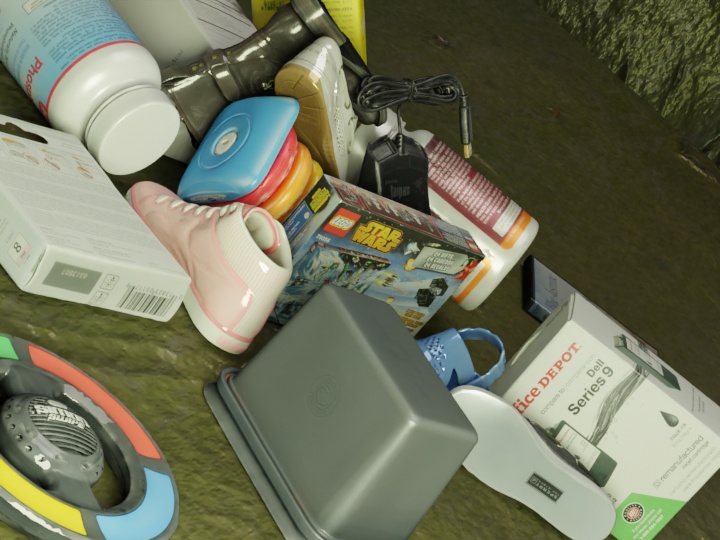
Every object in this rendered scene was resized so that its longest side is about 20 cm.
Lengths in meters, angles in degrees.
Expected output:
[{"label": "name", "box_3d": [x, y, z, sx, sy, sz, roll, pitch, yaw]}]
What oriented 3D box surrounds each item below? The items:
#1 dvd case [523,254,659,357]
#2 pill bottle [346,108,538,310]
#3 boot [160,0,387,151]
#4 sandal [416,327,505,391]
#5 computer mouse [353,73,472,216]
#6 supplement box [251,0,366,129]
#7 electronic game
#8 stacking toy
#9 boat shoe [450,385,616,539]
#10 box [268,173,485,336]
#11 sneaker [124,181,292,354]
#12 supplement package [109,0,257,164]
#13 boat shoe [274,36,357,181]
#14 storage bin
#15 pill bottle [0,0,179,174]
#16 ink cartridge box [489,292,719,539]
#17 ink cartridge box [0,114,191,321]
[{"label": "dvd case", "box_3d": [0.269, 0.068, 2.294, 0.200, 0.018, 0.143, 36, 20, -10]}, {"label": "pill bottle", "box_3d": [0.066, -0.064, 1.945, 0.200, 0.114, 0.114, 40, 19, -1]}, {"label": "boot", "box_3d": [-0.082, -0.162, 1.833, 0.200, 0.174, 0.069, 51, 7, -47]}, {"label": "sandal", "box_3d": [0.060, 0.082, 1.774, 0.200, 0.087, 0.080, 10, 37, -52]}, {"label": "computer mouse", "box_3d": [0.049, -0.089, 1.863, 0.140, 0.201, 0.046, -14, 12, -38]}, {"label": "supplement box", "box_3d": [-0.049, -0.213, 2.017, 0.108, 0.201, 0.110, -1, 23, 2]}, {"label": "electronic game", "box_3d": [-0.201, 0.111, 1.287, 0.200, 0.042, 0.200, 34, 20, -14]}, {"label": "stacking toy", "box_3d": [-0.057, -0.053, 1.773, 0.116, 0.110, 0.200, -4, -38, 47]}, {"label": "boat shoe", "box_3d": [0.149, 0.166, 1.783, 0.200, 0.070, 0.066, 36, 12, -13]}, {"label": "box", "box_3d": [0.000, 0.000, 1.762, 0.200, 0.137, 0.040, 20, 29, -46]}, {"label": "sneaker", "box_3d": [-0.121, -0.032, 1.661, 0.075, 0.105, 0.200, 17, 28, -45]}, {"label": "supplement package", "box_3d": [-0.174, -0.207, 1.922, 0.119, 0.121, 0.200, 20, 27, -46]}, {"label": "boat shoe", "box_3d": [-0.031, -0.129, 1.792, 0.071, 0.200, 0.069, 27, 59, 17]}, {"label": "storage bin", "box_3d": [0.000, 0.116, 1.510, 0.145, 0.134, 0.200, 20, 28, -45]}, {"label": "pill bottle", "box_3d": [-0.245, -0.180, 1.749, 0.200, 0.109, 0.109, 50, 22, 28]}, {"label": "ink cartridge box", "box_3d": [0.228, 0.142, 1.861, 0.200, 0.146, 0.084, 38, 20, -4]}, {"label": "ink cartridge box", "box_3d": [-0.244, -0.047, 1.567, 0.162, 0.057, 0.200, 15, 23, -51]}]
